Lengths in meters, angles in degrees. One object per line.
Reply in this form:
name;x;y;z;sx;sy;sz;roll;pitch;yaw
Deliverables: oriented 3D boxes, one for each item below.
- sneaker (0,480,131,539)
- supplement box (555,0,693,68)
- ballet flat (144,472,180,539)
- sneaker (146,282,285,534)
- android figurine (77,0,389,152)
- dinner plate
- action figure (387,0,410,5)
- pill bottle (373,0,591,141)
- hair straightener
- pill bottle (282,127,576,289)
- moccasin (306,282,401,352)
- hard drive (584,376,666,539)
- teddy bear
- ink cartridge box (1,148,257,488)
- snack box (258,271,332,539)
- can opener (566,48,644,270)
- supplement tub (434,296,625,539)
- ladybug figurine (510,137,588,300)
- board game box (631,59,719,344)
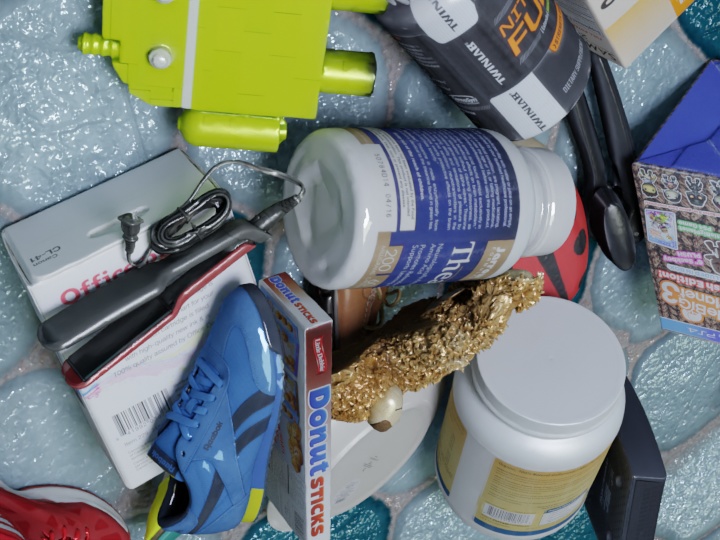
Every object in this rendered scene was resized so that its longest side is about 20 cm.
sneaker;-0.242;0.213;0.913;0.199;0.116;0.079;26;101;-40
supplement box;0.186;-0.270;0.928;0.126;0.074;0.200;-45;132;-1
ballet flat;-0.106;0.138;0.987;0.200;0.067;0.067;-40;168;4
sneaker;-0.104;0.104;0.860;0.078;0.066;0.201;-5;121;-28
android figurine;-0.083;-0.162;0.802;0.199;0.041;0.183;4;126;-12
dinner plate;0.004;0.156;1.051;0.200;0.024;0.201;-34;152;-20
action figure;0.003;-0.245;0.753;0.069;0.201;0.130;-21;130;29
pill bottle;0.076;-0.188;0.886;0.106;0.106;0.200;-49;131;2
hair straightener;-0.122;-0.009;0.795;0.199;0.041;0.077;-34;130;-10
pill bottle;0.054;-0.046;0.884;0.199;0.111;0.112;-4;119;-32
moccasin;-0.001;-0.001;0.977;0.077;0.074;0.203;-5;110;-21
hard drive;0.232;0.169;1.138;0.042;0.200;0.136;-2;121;-5
teddy bear;0.055;0.059;0.931;0.200;0.145;0.067;-34;101;-36
ink cartridge box;-0.148;0.036;0.888;0.147;0.086;0.201;-27;128;-17
snack box;-0.047;0.104;0.895;0.024;0.072;0.201;-16;126;-25
can opener;0.212;-0.100;1.058;0.063;0.079;0.201;-22;118;-10
supplement tub;0.145;0.129;1.059;0.144;0.145;0.200;-22;149;-20
ladybug figurine;0.137;-0.029;1.042;0.136;0.072;0.200;-41;131;-5
board game box;0.334;-0.058;1.101;0.160;0.096;0.201;-49;136;-30
